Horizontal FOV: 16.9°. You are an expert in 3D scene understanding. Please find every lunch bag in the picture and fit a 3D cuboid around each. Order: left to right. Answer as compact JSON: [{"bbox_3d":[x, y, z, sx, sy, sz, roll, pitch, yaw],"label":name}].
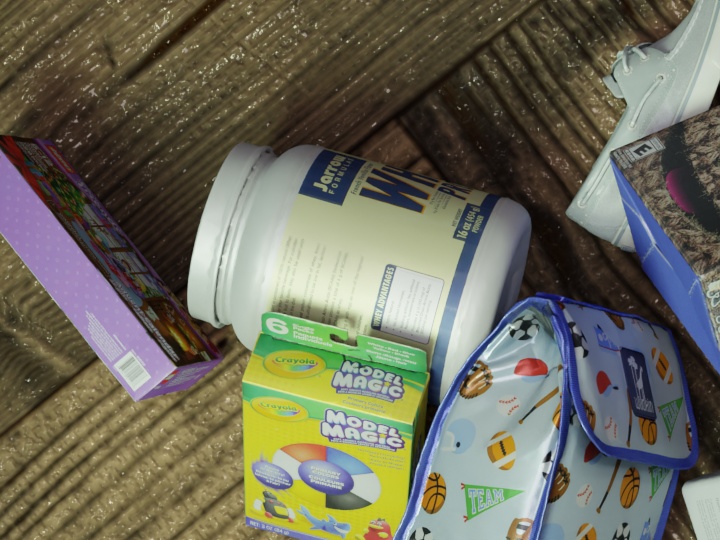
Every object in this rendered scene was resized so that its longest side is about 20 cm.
[{"bbox_3d":[0.129,0.119,1.554,0.124,0.170,0.200,18,92,34],"label":"lunch bag"}]

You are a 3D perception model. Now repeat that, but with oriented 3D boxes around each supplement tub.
[{"bbox_3d":[0.000,0.000,1.600,0.200,0.145,0.145,16,92,9],"label":"supplement tub"}]

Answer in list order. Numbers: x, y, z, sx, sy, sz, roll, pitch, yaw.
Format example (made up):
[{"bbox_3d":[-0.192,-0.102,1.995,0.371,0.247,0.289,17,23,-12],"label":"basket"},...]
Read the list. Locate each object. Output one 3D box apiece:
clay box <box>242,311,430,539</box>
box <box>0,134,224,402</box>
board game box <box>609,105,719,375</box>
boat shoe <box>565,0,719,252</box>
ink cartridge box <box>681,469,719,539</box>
[{"bbox_3d":[-0.017,0.110,1.584,0.115,0.200,0.048,13,54,9],"label":"clay box"},{"bbox_3d":[-0.181,-0.004,1.633,0.039,0.137,0.200,-40,84,8],"label":"box"},{"bbox_3d":[0.282,-0.038,1.517,0.200,0.159,0.097,-23,125,-4],"label":"board game box"},{"bbox_3d":[0.193,-0.114,1.606,0.071,0.070,0.201,23,97,3],"label":"boat shoe"},{"bbox_3d":[0.301,0.182,1.518,0.083,0.200,0.145,-16,87,-23],"label":"ink cartridge box"}]
